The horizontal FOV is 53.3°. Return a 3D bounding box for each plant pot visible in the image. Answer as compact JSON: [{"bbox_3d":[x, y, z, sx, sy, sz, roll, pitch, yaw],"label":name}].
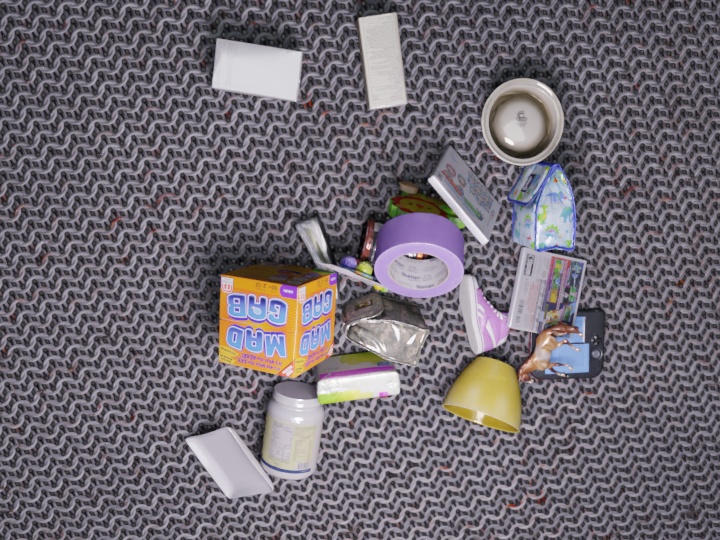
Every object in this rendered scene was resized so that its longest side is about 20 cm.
[{"bbox_3d":[0.316,0.299,1.777,0.197,0.200,0.144,23,74,-8],"label":"plant pot"}]

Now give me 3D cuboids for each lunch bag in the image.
[{"bbox_3d":[0.428,-0.155,1.694,0.125,0.170,0.204,-2,101,-8],"label":"lunch bag"},{"bbox_3d":[0.049,0.130,1.718,0.196,0.164,0.120,15,105,-8],"label":"lunch bag"}]

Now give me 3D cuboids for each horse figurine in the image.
[{"bbox_3d":[0.474,0.202,1.780,0.130,0.050,0.203,11,123,-4],"label":"horse figurine"}]

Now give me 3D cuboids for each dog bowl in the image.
[{"bbox_3d":[0.375,-0.346,1.694,0.196,0.074,0.204,0,94,-1],"label":"dog bowl"}]

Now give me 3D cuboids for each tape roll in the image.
[{"bbox_3d":[0.130,-0.031,1.582,0.196,0.086,0.202,4,143,3],"label":"tape roll"}]

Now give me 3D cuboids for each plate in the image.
[{"bbox_3d":[-0.320,0.471,1.774,0.198,0.032,0.202,-24,105,41],"label":"plate"}]

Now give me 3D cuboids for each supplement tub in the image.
[{"bbox_3d":[-0.165,0.390,1.759,0.142,0.145,0.204,8,100,-6],"label":"supplement tub"},{"bbox_3d":[0.098,-0.053,1.718,0.196,0.107,0.109,11,100,-7],"label":"supplement tub"}]

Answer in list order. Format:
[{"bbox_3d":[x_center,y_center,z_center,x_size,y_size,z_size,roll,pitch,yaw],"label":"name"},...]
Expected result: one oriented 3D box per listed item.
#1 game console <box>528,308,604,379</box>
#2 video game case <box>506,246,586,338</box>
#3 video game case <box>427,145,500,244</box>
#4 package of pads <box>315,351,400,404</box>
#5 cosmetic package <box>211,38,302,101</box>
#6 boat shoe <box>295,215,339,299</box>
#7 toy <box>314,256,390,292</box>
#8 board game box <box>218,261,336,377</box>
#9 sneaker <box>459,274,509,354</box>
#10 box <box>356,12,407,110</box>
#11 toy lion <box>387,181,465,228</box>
[{"bbox_3d":[0.528,0.189,1.838,0.196,0.031,0.181,-1,101,-5],"label":"game console"},{"bbox_3d":[0.464,0.057,1.788,0.179,0.023,0.204,11,91,-15],"label":"video game case"},{"bbox_3d":[0.247,-0.180,1.677,0.024,0.183,0.200,-35,104,35],"label":"video game case"},{"bbox_3d":[-0.012,0.255,1.743,0.196,0.155,0.070,-6,104,-5],"label":"package of pads"},{"bbox_3d":[-0.232,-0.453,1.630,0.196,0.081,0.115,9,100,-7],"label":"cosmetic package"},{"bbox_3d":[-0.098,-0.026,1.727,0.064,0.074,0.205,-16,100,7],"label":"boat shoe"},{"bbox_3d":[0.000,0.000,1.674,0.199,0.114,0.048,28,80,-45],"label":"toy"},{"bbox_3d":[-0.187,0.105,1.641,0.197,0.199,0.204,8,102,22],"label":"board game box"},{"bbox_3d":[0.314,0.096,1.790,0.112,0.073,0.204,-16,105,-13],"label":"sneaker"},{"bbox_3d":[0.048,-0.477,1.648,0.093,0.078,0.204,-7,101,-3],"label":"box"},{"bbox_3d":[0.159,-0.136,1.660,0.196,0.192,0.070,12,114,-7],"label":"toy lion"}]
